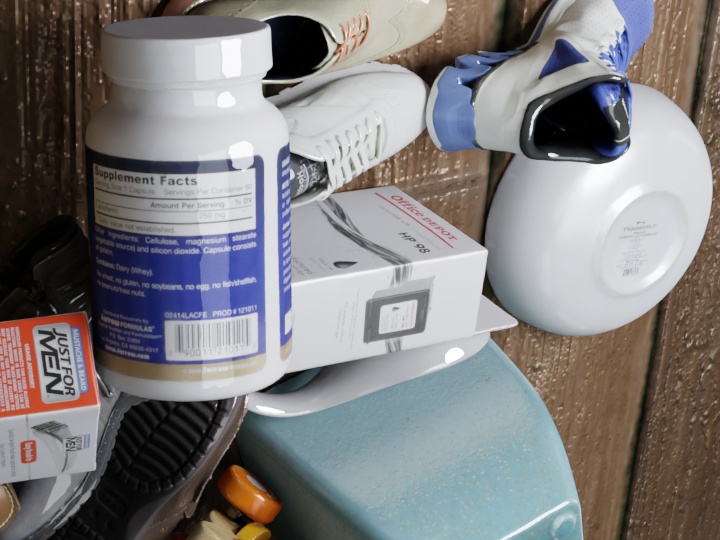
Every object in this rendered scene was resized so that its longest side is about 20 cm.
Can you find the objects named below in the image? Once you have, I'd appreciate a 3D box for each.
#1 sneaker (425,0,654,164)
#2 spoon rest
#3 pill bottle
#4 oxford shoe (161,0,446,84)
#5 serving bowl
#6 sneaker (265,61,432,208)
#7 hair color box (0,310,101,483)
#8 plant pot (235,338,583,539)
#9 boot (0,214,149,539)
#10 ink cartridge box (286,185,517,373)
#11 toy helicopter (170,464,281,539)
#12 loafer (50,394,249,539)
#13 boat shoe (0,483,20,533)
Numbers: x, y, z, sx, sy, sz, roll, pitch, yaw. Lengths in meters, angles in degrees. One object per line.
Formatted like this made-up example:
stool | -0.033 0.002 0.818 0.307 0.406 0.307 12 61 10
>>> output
sneaker | 0.150 -0.121 1.214 0.199 0.115 0.081 -35 133 -34
spoon rest | -0.006 0.057 1.243 0.199 0.099 0.061 -11 112 -19
pill bottle | -0.096 -0.037 1.017 0.115 0.116 0.201 -9 108 -32
oxford shoe | -0.022 -0.144 1.118 0.199 0.074 0.071 -16 124 -29
serving bowl | 0.190 -0.034 1.345 0.199 0.066 0.201 -18 126 -27
sneaker | -0.027 -0.077 1.150 0.199 0.080 0.077 -21 124 -29
hair color box | -0.250 0.082 1.021 0.199 0.064 0.111 -6 156 -13
plant pot | 0.054 0.178 1.277 0.195 0.200 0.197 -26 128 -21
boot | -0.205 0.069 1.125 0.132 0.070 0.200 36 88 -35
ink cartridge box | 0.000 0.000 1.191 0.199 0.116 0.067 -10 120 -33
toy helicopter | -0.058 0.212 1.179 0.132 0.200 0.079 38 94 -7
loafer | -0.136 0.132 1.203 0.200 0.073 0.071 -52 160 18
boat shoe | -0.296 0.180 1.077 0.199 0.074 0.076 -27 116 -5
